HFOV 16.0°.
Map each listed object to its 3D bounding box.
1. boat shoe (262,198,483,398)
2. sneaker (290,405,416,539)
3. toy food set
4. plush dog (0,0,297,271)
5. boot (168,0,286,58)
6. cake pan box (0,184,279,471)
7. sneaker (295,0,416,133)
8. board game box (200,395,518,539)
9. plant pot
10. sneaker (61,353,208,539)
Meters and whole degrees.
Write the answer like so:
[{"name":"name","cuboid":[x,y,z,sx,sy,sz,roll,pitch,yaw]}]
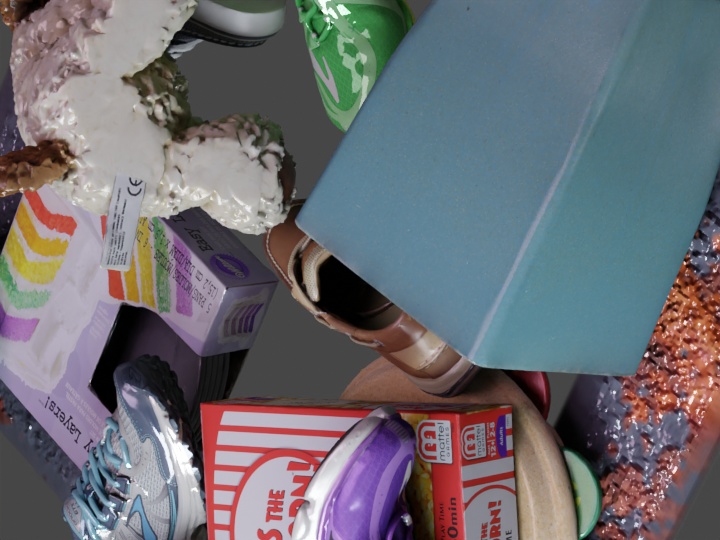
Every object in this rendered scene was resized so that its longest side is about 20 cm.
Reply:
[{"name":"boat shoe","cuboid":[0.000,0.000,1.385,0.200,0.074,0.076,31,91,54]},{"name":"sneaker","cuboid":[0.015,0.165,1.299,0.083,0.081,0.201,13,111,26]},{"name":"toy food set","cuboid":[0.051,0.133,1.395,0.199,0.048,0.199,7,99,44]},{"name":"plush dog","cuboid":[-0.147,-0.093,1.447,0.201,0.160,0.172,62,172,-16]},{"name":"boot","cuboid":[-0.114,-0.149,1.521,0.200,0.072,0.091,35,125,46]},{"name":"cake pan box","cuboid":[-0.148,0.029,1.579,0.200,0.052,0.185,45,126,32]},{"name":"sneaker","cuboid":[-0.023,-0.167,1.410,0.074,0.083,0.201,-16,84,44]},{"name":"board game box","cuboid":[-0.001,0.147,1.381,0.199,0.046,0.153,-2,93,45]},{"name":"plant pot","cuboid":[0.094,-0.071,1.269,0.141,0.141,0.201,37,110,35]},{"name":"sneaker","cuboid":[-0.132,0.133,1.485,0.201,0.086,0.078,84,171,-45]}]
